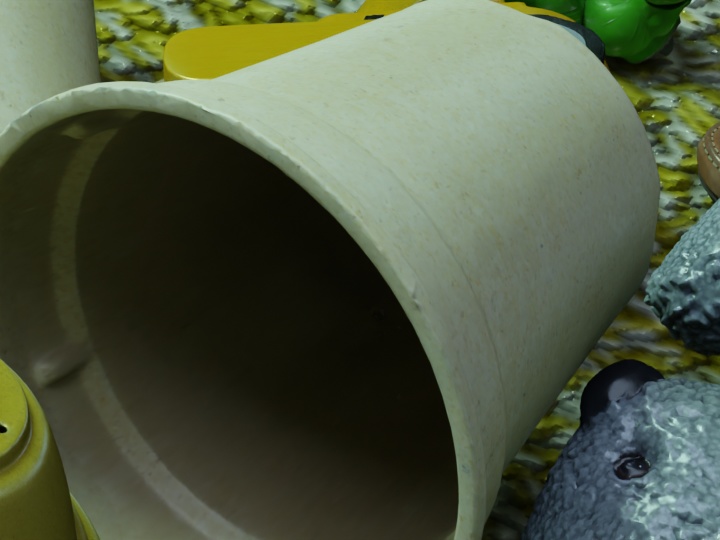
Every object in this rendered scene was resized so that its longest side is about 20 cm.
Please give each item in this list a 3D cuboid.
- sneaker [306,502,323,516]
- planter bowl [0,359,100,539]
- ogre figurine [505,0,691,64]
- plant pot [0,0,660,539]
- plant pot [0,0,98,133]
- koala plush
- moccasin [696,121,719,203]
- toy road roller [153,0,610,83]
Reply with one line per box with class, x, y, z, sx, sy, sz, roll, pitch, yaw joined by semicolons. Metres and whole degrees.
sneaker;-0.062;0.142;0.789;0.099;0.071;0.200;17;50;31
planter bowl;-0.150;0.064;0.667;0.200;0.084;0.201;18;26;-9
ogre figurine;0.077;-0.150;1.031;0.199;0.120;0.098;-3;49;0
plant pot;0.000;0.000;0.764;0.200;0.201;0.183;25;38;24
plant pot;-0.182;-0.081;0.926;0.200;0.201;0.184;-12;57;-10
koala plush;0.136;0.081;0.774;0.200;0.177;0.184;-30;95;-19
moccasin;0.240;-0.060;0.967;0.200;0.078;0.074;-5;45;-3
toy road roller;0.007;-0.054;0.945;0.199;0.123;0.146;-4;31;-4
